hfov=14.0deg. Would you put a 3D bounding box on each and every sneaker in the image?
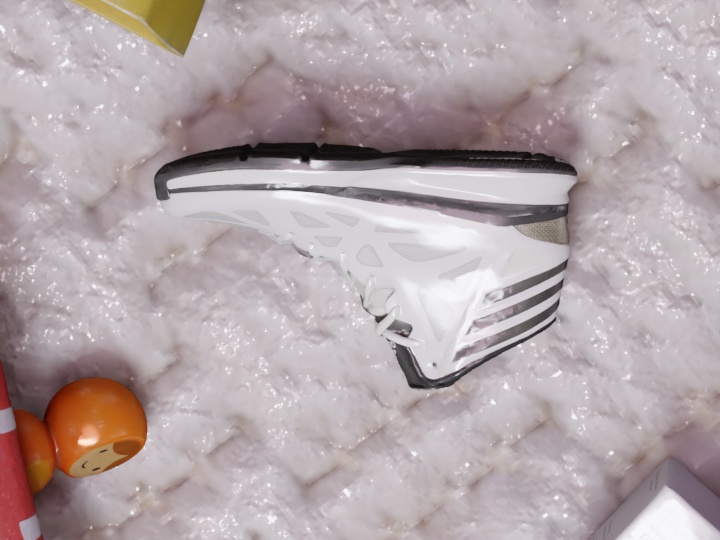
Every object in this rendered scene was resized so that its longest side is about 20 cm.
[{"bbox_3d":[0.000,0.000,1.385,0.200,0.076,0.115,3,98,4],"label":"sneaker"}]

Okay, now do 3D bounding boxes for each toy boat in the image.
[{"bbox_3d":[-0.165,0.090,1.412,0.131,0.131,0.200,-15,98,-20],"label":"toy boat"}]

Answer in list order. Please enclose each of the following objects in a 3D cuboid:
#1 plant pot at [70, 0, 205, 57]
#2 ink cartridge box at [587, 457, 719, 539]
[{"bbox_3d":[-0.137,-0.226,1.314,0.200,0.200,0.176,27,90,2],"label":"plant pot"},{"bbox_3d":[0.123,0.204,1.408,0.116,0.068,0.200,41,102,-1],"label":"ink cartridge box"}]
